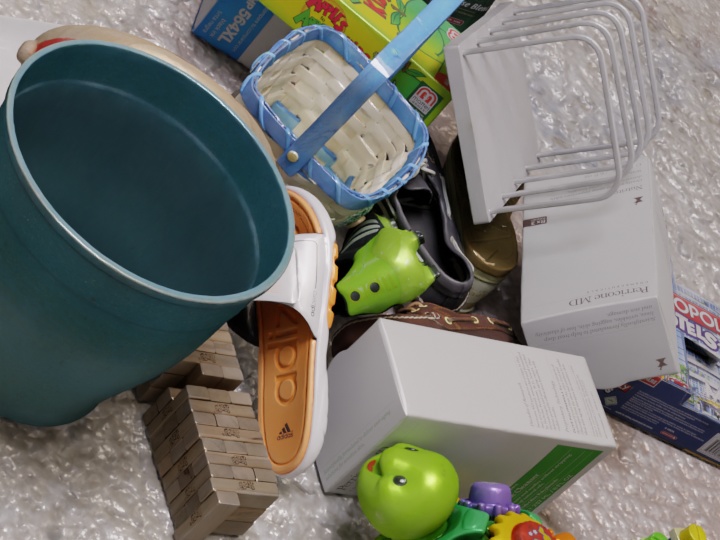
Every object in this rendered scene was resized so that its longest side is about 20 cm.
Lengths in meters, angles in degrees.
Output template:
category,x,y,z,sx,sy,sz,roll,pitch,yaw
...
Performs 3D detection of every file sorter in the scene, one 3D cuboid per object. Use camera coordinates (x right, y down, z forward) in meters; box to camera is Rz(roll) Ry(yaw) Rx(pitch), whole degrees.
category,x,y,z,sx,sy,sz,roll,pitch,yaw
file sorter,0.157,-0.136,1.649,0.200,0.124,0.140,-45,126,-66

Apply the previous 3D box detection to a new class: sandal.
category,x,y,z,sx,sy,sz,roll,pitch,yaw
sandal,-0.060,0.035,1.419,0.059,0.079,0.208,16,63,-44

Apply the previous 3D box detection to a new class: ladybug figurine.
category,x,y,z,sx,sy,sz,roll,pitch,yaw
ladybug figurine,-0.150,-0.087,1.404,0.199,0.136,0.072,32,47,-14

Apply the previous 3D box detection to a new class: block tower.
category,x,y,z,sx,sy,sz,roll,pitch,yaw
block tower,-0.111,0.084,1.383,0.058,0.054,0.201,10,48,-37

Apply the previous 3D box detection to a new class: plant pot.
category,x,y,z,sx,sy,sz,roll,pitch,yaw
plant pot,-0.174,-0.006,1.298,0.199,0.188,0.201,26,38,-23

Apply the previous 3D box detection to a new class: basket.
category,x,y,z,sx,sy,sz,roll,pitch,yaw
basket,-0.010,-0.119,1.515,0.139,0.200,0.176,42,37,1

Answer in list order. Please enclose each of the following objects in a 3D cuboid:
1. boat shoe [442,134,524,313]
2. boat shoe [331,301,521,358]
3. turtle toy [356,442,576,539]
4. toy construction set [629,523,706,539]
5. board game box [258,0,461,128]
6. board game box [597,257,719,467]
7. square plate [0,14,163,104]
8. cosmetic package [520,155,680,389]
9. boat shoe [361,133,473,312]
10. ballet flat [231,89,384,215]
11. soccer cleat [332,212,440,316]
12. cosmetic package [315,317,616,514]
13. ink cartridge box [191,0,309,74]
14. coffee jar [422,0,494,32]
category,x,y,z,sx,sy,sz,roll,pitch,yaw
boat shoe,0.092,-0.044,1.717,0.073,0.063,0.201,24,33,-17
boat shoe,0.050,0.059,1.552,0.199,0.070,0.071,16,50,-45
turtle toy,0.074,0.197,1.407,0.200,0.101,0.146,37,36,-10
toy construction set,0.229,0.272,1.501,0.130,0.092,0.201,19,32,-31
board game box,-0.006,-0.204,1.629,0.200,0.048,0.102,40,31,-7
board game box,0.249,0.046,1.764,0.199,0.062,0.201,25,40,-24
square plate,-0.197,-0.097,1.504,0.199,0.028,0.199,4,52,-42
cosmetic package,0.188,0.004,1.642,0.201,0.112,0.082,-84,158,-57
boat shoe,0.047,-0.062,1.614,0.072,0.063,0.201,-5,70,-26
ballet flat,-0.023,-0.084,1.654,0.199,0.046,0.068,23,61,-17
soccer cleat,0.000,0.000,1.517,0.068,0.081,0.200,65,-7,-5
cosmetic package,0.070,0.108,1.489,0.199,0.108,0.085,9,49,-36
ink cartridge box,-0.025,-0.209,1.734,0.199,0.084,0.146,33,37,-16
coffee jar,0.101,-0.284,1.689,0.104,0.200,0.086,16,44,-33
